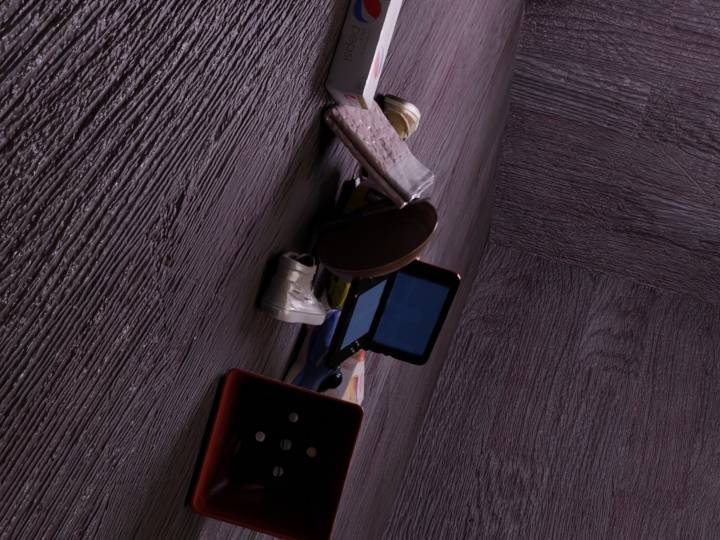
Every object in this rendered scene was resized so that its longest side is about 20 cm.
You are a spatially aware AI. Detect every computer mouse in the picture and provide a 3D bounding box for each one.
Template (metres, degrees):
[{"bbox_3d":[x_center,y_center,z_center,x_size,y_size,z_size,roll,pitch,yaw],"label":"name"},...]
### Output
[{"bbox_3d":[0.001,-0.170,1.804,0.059,0.033,0.204,7,98,-77],"label":"computer mouse"}]

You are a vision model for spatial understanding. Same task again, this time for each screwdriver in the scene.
[{"bbox_3d":[0.017,-0.095,1.629,0.028,0.197,0.030,68,4,-66],"label":"screwdriver"}]

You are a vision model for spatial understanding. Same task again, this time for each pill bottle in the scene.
[{"bbox_3d":[0.021,-0.079,1.737,0.202,0.113,0.114,-61,165,-11],"label":"pill bottle"}]

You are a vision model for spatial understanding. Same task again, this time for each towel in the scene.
[{"bbox_3d":[0.035,-0.195,1.622,0.032,0.192,0.200,-40,-179,22],"label":"towel"}]

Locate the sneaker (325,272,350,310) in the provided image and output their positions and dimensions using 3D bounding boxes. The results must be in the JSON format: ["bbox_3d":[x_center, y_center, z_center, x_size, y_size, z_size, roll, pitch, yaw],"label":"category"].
[{"bbox_3d":[0.000,0.000,1.853,0.074,0.084,0.202,-26,-152,42],"label":"sneaker"}]

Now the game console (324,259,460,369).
[{"bbox_3d":[0.051,0.084,1.678,0.172,0.118,0.202,-30,146,-50],"label":"game console"}]

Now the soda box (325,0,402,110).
[{"bbox_3d":[0.009,-0.352,1.546,0.068,0.063,0.204,47,59,-76],"label":"soda box"}]

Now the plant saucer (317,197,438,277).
[{"bbox_3d":[0.031,-0.047,1.604,0.202,0.197,0.037,-62,139,-47],"label":"plant saucer"}]

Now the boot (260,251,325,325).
[{"bbox_3d":[-0.086,0.025,1.541,0.200,0.072,0.097,7,105,-77],"label":"boot"}]

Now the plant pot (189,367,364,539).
[{"bbox_3d":[-0.113,0.261,1.470,0.176,0.196,0.204,95,11,-86],"label":"plant pot"}]

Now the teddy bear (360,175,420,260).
[{"bbox_3d":[0.050,-0.091,1.904,0.067,0.144,0.201,-47,155,-18],"label":"teddy bear"}]

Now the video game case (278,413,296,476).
[{"bbox_3d":[-0.112,0.303,1.893,0.143,0.018,0.204,-47,149,-65],"label":"video game case"}]

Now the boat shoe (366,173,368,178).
[{"bbox_3d":[0.057,-0.195,1.959,0.200,0.062,0.075,-9,115,-76],"label":"boat shoe"}]

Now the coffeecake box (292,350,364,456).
[{"bbox_3d":[-0.057,0.257,1.878,0.155,0.072,0.202,90,18,-47],"label":"coffeecake box"}]

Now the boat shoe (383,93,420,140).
[{"bbox_3d":[0.072,-0.274,1.933,0.077,0.071,0.200,-63,168,0],"label":"boat shoe"}]

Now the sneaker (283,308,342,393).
[{"bbox_3d":[-0.063,0.160,1.757,0.079,0.088,0.202,85,27,-62],"label":"sneaker"}]
